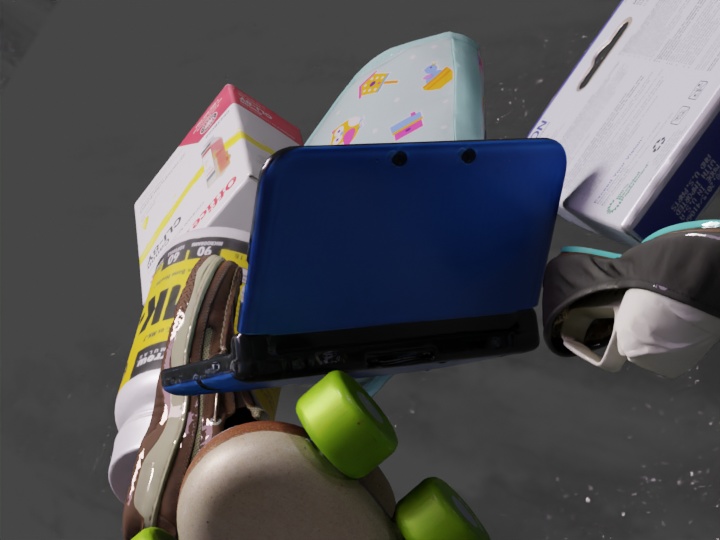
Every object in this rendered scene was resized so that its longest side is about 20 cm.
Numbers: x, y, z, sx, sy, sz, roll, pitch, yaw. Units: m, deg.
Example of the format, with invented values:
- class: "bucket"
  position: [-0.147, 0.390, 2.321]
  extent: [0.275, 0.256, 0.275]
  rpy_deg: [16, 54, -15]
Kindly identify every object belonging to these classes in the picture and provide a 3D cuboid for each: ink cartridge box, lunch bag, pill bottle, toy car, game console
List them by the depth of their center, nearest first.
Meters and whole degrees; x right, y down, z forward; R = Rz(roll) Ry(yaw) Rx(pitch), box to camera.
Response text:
- class: "game console"
  position: [0.000, 0.000, 1.038]
  extent: [0.170, 0.199, 0.119]
  rpy_deg: [-15, 80, 58]
- class: "toy car"
  position: [-0.035, 0.135, 1.049]
  extent: [0.164, 0.158, 0.200]
  rpy_deg: [-40, 13, 7]
- class: "ink cartridge box"
  position: [0.182, -0.109, 1.053]
  extent: [0.197, 0.043, 0.200]
  rpy_deg: [-55, 17, 1]
- class: "lunch bag"
  position: [0.022, -0.042, 1.188]
  extent: [0.200, 0.122, 0.171]
  rpy_deg: [-48, 22, 32]
- class: "pill bottle"
  position: [-0.112, 0.076, 1.305]
  extent: [0.114, 0.114, 0.201]
  rpy_deg: [-37, 30, 38]
- class: "ink cartridge box"
  position: [-0.112, -0.046, 1.504]
  extent: [0.145, 0.083, 0.200]
  rpy_deg: [-50, 24, 15]

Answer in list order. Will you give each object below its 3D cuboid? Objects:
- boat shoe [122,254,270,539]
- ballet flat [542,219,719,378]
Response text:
- class: "boat shoe"
  position: [-0.094, 0.089, 1.183]
  extent: [0.075, 0.074, 0.203]
  rpy_deg: [93, -171, -69]
- class: "ballet flat"
  position: [0.149, 0.020, 0.931]
  extent: [0.069, 0.068, 0.200]
  rpy_deg: [-71, 15, -10]
